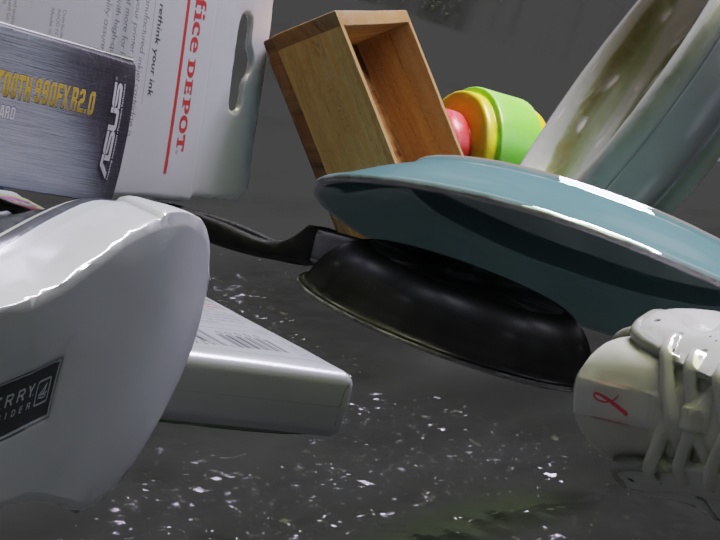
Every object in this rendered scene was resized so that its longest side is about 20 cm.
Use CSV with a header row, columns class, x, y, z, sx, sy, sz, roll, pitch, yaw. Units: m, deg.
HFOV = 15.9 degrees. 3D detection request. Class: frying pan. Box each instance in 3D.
class,x,y,z,sx,sy,sz,roll,pitch,yaw
frying pan,0.014,0.004,0.955,0.115,0.031,0.190,14,11,-35

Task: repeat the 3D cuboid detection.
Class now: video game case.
class,x,y,z,sx,sy,sz,roll,pitch,yaw
video game case,-0.131,0.000,0.704,0.200,0.022,0.182,8,12,-42

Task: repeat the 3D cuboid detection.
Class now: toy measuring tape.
class,x,y,z,sx,sy,sz,roll,pitch,yaw
toy measuring tape,0.077,-0.045,1.236,0.074,0.074,0.200,12,10,-31

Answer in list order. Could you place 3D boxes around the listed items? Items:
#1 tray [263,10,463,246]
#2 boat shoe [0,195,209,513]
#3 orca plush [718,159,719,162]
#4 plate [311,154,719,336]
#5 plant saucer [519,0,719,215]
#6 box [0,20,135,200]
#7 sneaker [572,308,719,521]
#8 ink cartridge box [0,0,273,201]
class,x,y,z,sx,sy,sz,roll,pitch,yaw
tray,0.008,-0.061,1.116,0.037,0.099,0.200,-21,2,10
boat shoe,-0.092,0.017,0.530,0.068,0.072,0.200,21,16,15
orca plush,0.274,-0.147,2.265,0.105,0.071,0.200,10,11,-40
plate,0.080,-0.007,0.940,0.200,0.026,0.200,18,-9,3
plant saucer,0.128,-0.068,1.115,0.050,0.200,0.200,37,7,-6
box,-0.189,-0.062,0.758,0.200,0.048,0.158,9,0,19
sneaker,0.111,0.049,0.731,0.099,0.078,0.200,9,0,-5
ink cartridge box,-0.114,-0.088,0.965,0.068,0.116,0.200,11,4,29
